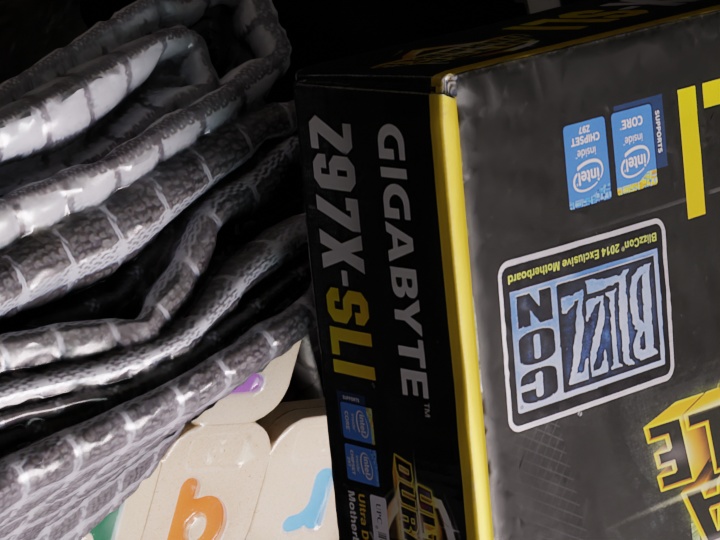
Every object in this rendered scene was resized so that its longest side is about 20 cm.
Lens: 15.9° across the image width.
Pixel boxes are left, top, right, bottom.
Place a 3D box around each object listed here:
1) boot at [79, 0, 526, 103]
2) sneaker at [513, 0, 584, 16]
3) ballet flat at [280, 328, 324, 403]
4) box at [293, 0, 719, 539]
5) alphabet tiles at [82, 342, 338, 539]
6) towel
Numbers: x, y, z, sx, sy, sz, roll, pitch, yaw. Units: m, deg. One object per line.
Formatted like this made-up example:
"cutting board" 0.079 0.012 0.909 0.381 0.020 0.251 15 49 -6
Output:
"boot" 0.022 0.009 0.636 0.199 0.169 0.076 16 149 -35
"sneaker" 0.083 -0.103 0.620 0.090 0.201 0.070 -17 -179 35
"ballet flat" 0.000 0.000 0.773 0.066 0.057 0.201 -40 151 -23
"box" 0.078 0.018 0.564 0.199 0.049 0.161 -16 104 -41
"alphabet tiles" -0.085 0.087 0.728 0.199 0.015 0.197 -3 116 -41
"towel" -0.099 0.037 0.549 0.200 0.086 0.166 -36 178 -31
